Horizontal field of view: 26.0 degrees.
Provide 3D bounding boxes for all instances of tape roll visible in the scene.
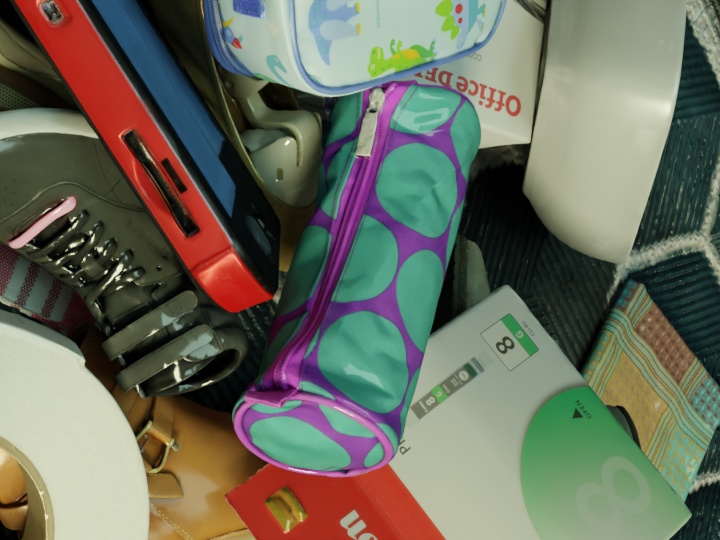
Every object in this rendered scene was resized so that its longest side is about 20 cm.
[{"bbox_3d":[-0.190,0.113,0.682,0.201,0.037,0.205,-6,105,-25],"label":"tape roll"}]

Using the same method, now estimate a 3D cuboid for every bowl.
[{"bbox_3d":[0.144,-0.125,0.944,0.200,0.074,0.202,91,6,-60],"label":"bowl"}]

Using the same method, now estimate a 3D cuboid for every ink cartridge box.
[{"bbox_3d":[0.036,-0.182,0.903,0.144,0.084,0.203,12,83,-40],"label":"ink cartridge box"},{"bbox_3d":[0.054,0.119,0.800,0.199,0.050,0.161,-31,78,-37],"label":"ink cartridge box"}]

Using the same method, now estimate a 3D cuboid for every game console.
[{"bbox_3d":[-0.095,-0.084,0.721,0.031,0.177,0.201,-29,103,9],"label":"game console"}]

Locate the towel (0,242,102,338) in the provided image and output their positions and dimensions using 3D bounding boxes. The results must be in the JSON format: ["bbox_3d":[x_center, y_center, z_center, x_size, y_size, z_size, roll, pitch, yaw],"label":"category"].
[{"bbox_3d":[-0.181,-0.067,0.750,0.199,0.030,0.148,31,69,-40],"label":"towel"}]

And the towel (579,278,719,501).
[{"bbox_3d":[0.184,0.128,1.074,0.147,0.022,0.201,47,60,-31],"label":"towel"}]

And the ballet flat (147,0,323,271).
[{"bbox_3d":[-0.057,-0.089,0.831,0.069,0.063,0.201,-45,118,-44],"label":"ballet flat"}]

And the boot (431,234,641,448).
[{"bbox_3d":[0.098,0.080,0.915,0.129,0.068,0.202,11,56,-22],"label":"boot"}]

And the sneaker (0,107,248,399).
[{"bbox_3d":[-0.111,-0.001,0.703,0.200,0.070,0.100,30,34,-58],"label":"sneaker"}]

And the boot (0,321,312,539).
[{"bbox_3d":[-0.095,0.082,0.794,0.200,0.073,0.155,-51,118,-32],"label":"boot"}]

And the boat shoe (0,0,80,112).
[{"bbox_3d":[-0.173,-0.086,0.697,0.074,0.076,0.200,-45,138,5],"label":"boat shoe"}]

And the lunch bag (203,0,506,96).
[{"bbox_3d":[-0.006,-0.192,0.741,0.160,0.082,0.202,-24,120,-39],"label":"lunch bag"}]

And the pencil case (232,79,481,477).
[{"bbox_3d":[0.000,0.000,0.779,0.093,0.084,0.202,56,42,-50],"label":"pencil case"}]
